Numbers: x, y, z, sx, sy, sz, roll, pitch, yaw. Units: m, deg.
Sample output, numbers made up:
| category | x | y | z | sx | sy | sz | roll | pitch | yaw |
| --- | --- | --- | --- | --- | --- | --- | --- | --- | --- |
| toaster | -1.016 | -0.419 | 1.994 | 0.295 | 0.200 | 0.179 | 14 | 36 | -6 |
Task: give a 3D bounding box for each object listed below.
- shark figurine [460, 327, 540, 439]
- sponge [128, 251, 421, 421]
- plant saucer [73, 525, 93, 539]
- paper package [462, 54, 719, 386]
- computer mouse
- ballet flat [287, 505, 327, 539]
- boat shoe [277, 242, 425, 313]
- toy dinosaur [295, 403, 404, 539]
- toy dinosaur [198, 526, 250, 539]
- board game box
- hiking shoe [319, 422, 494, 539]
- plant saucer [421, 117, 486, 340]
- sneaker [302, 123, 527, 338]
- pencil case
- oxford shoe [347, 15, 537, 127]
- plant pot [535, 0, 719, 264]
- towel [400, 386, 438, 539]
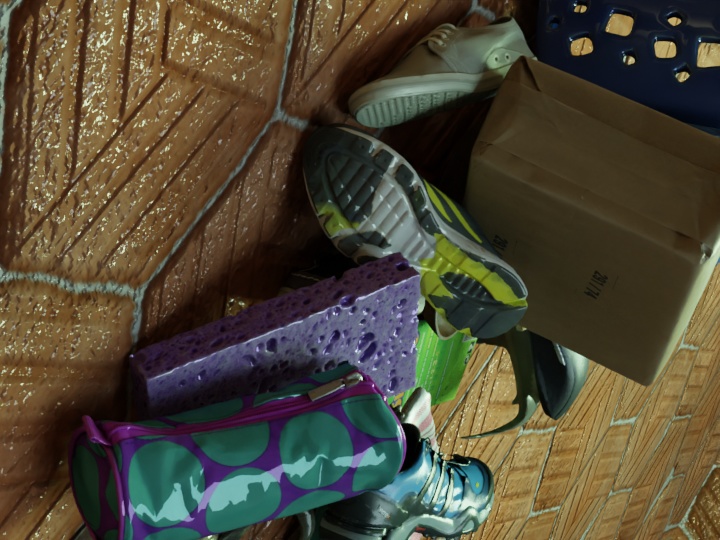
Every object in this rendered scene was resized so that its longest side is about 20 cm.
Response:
| category | x | y | z | sx | sy | sz | roll | pitch | yaw |
| --- | --- | --- | --- | --- | --- | --- | --- | --- | --- |
| shark figurine | 0.142 | 0.076 | 1.457 | 0.128 | 0.088 | 0.217 | 49 | 41 | -54 |
| sponge | -0.053 | 0.066 | 1.008 | 0.198 | 0.030 | 0.112 | -21 | 138 | -22 |
| plant saucer | -0.161 | 0.237 | 1.058 | 0.201 | 0.036 | 0.202 | -48 | 153 | -34 |
| paper package | 0.170 | -0.033 | 1.128 | 0.104 | 0.189 | 0.201 | -57 | 165 | -26 |
| computer mouse | 0.167 | 0.044 | 1.353 | 0.140 | 0.045 | 0.203 | -36 | 118 | -68 |
| ballet flat | -0.043 | 0.251 | 1.307 | 0.072 | 0.067 | 0.202 | 83 | 32 | -82 |
| boat shoe | 0.000 | 0.000 | 1.113 | 0.199 | 0.071 | 0.066 | -3 | 107 | -65 |
| toy dinosaur | -0.030 | 0.124 | 1.195 | 0.201 | 0.077 | 0.102 | -54 | 141 | 3 |
| toy dinosaur | -0.091 | 0.164 | 1.031 | 0.200 | 0.047 | 0.089 | -36 | 158 | -52 |
| board game box | 0.053 | 0.079 | 1.357 | 0.200 | 0.030 | 0.097 | -9 | 121 | -66 |
| hiking shoe | 0.049 | 0.162 | 1.194 | 0.199 | 0.074 | 0.088 | -7 | 109 | -55 |
| plant saucer | 0.089 | -0.043 | 1.268 | 0.201 | 0.034 | 0.201 | -58 | 160 | -34 |
| sneaker | 0.031 | -0.031 | 1.069 | 0.074 | 0.200 | 0.085 | -42 | -157 | 11 |
| pencil case | -0.076 | 0.113 | 0.945 | 0.198 | 0.085 | 0.093 | -12 | 128 | -27 |
| oxford shoe | 0.056 | -0.145 | 1.097 | 0.199 | 0.075 | 0.058 | -22 | 92 | -47 |
| plant pot | 0.231 | -0.120 | 1.257 | 0.201 | 0.198 | 0.181 | 75 | 31 | -56 |
| towel | 0.033 | 0.204 | 1.305 | 0.147 | 0.030 | 0.201 | -60 | 158 | -26 |
